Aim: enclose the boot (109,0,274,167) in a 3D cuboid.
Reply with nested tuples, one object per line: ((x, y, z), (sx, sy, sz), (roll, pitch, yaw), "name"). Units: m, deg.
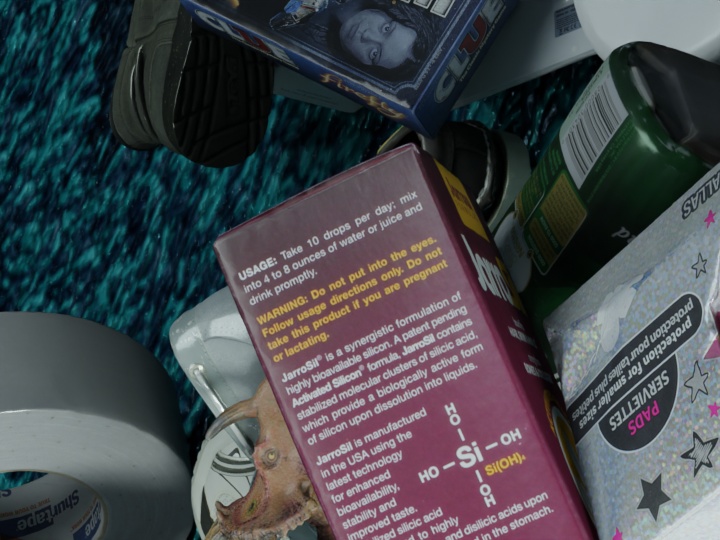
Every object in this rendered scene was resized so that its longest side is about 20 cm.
((-0.078, -0.151, 1.345), (0.131, 0.068, 0.201), (25, 99, 64), "boot")

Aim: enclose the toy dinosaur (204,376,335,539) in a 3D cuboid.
((-0.017, 0.151, 1.079), (0.086, 0.135, 0.201), (127, 159, -62), "toy dinosaur")

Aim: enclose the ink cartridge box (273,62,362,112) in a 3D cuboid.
((0.025, -0.168, 1.310), (0.200, 0.068, 0.116), (-29, 56, 49), "ink cartridge box")

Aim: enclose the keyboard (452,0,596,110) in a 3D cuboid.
((0.095, -0.119, 1.201), (0.200, 0.011, 0.056), (-20, 66, 40), "keyboard")

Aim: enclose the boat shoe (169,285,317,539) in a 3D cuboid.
((-0.016, 0.080, 1.160), (0.071, 0.201, 0.070), (-21, 34, 17), "boat shoe")

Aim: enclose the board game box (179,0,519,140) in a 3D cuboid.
((0.026, -0.174, 1.224), (0.135, 0.035, 0.200), (27, 80, 25), "board game box")

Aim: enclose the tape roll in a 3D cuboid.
((-0.187, 0.110, 1.405), (0.200, 0.200, 0.066), (-50, 39, 34), "tape roll")

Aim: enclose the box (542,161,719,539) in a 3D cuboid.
((0.178, 0.022, 0.932), (0.200, 0.132, 0.115), (-45, 44, 38), "box")

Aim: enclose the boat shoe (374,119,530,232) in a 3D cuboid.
((0.000, 0.000, 1.288), (0.201, 0.060, 0.072), (-50, 38, 34), "boat shoe")

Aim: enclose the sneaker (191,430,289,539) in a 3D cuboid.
((-0.013, 0.089, 1.259), (0.200, 0.075, 0.088), (-52, 39, 35), "sneaker")

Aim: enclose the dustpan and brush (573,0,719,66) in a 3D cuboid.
((0.131, -0.093, 1.130), (0.139, 0.057, 0.201), (25, 98, 41), "dustpan and brush")

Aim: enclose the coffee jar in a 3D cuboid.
((0.094, 0.009, 1.097), (0.200, 0.104, 0.085), (-54, 35, 32), "coffee jar")

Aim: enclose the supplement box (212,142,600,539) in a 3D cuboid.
((0.032, 0.066, 1.001), (0.085, 0.110, 0.201), (-25, 79, 9), "supplement box")
